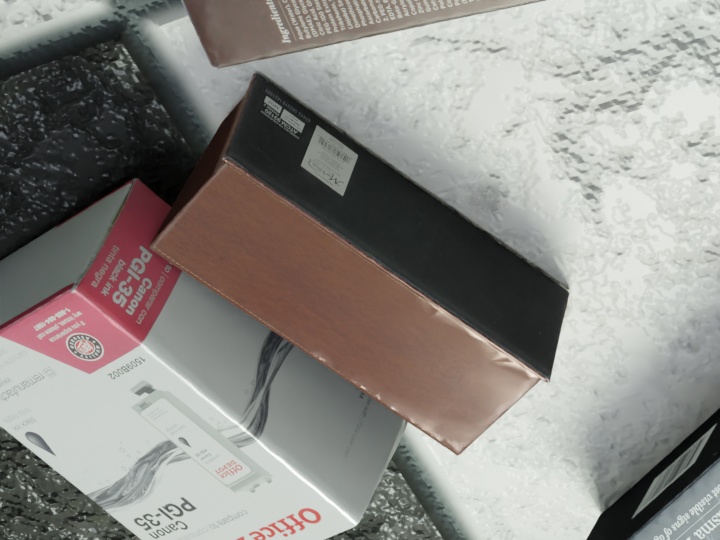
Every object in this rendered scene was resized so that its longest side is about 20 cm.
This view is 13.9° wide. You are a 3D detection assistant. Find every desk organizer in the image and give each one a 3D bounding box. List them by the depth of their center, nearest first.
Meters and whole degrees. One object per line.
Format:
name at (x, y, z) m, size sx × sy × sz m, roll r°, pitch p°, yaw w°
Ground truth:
desk organizer at (0.000, 0.000, 1.477) m, size 0.200 × 0.072 × 0.077 m, roll 35°, pitch 128°, yaw -14°

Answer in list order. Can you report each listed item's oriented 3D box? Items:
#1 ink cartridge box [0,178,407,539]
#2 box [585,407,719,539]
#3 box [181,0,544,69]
ink cartridge box at (-0.096, 0.063, 1.530) m, size 0.200 × 0.083 × 0.146 m, roll 41°, pitch 140°, yaw -19°
box at (0.228, 0.161, 1.503) m, size 0.182 × 0.104 × 0.200 m, roll 41°, pitch 128°, yaw -1°
box at (0.020, -0.163, 1.323) m, size 0.199 × 0.100 × 0.075 m, roll -12°, pitch 125°, yaw 22°
